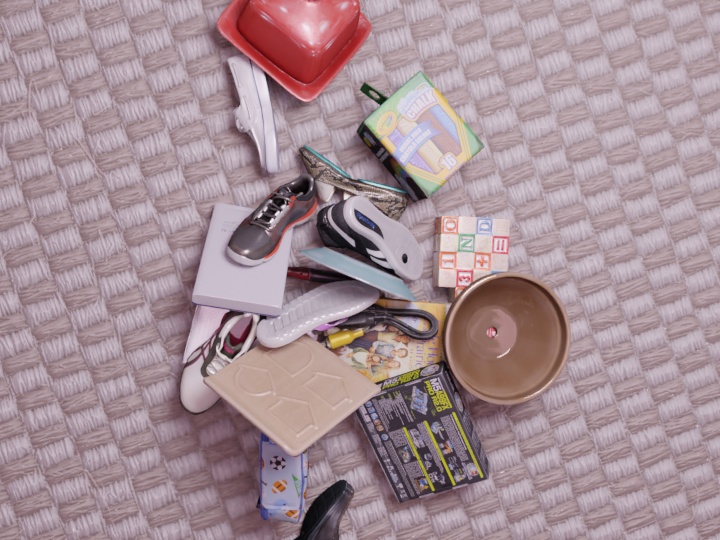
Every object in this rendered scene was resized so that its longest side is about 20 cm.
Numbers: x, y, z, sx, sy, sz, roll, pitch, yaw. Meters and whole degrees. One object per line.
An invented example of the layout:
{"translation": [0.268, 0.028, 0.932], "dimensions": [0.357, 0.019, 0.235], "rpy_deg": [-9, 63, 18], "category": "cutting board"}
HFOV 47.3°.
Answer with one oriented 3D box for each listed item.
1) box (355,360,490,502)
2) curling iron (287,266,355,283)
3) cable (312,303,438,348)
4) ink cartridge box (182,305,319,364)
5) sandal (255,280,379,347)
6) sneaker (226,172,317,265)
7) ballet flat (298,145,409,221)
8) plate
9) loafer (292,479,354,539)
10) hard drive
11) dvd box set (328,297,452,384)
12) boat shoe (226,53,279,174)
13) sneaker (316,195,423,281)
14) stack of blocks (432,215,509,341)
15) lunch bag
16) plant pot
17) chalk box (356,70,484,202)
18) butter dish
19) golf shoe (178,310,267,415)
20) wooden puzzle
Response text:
{"translation": [0.097, 0.260, 1.308], "dimensions": [0.159, 0.044, 0.201], "rpy_deg": [-21, 105, 18], "category": "box"}
{"translation": [-0.089, -0.001, 1.337], "dimensions": [0.198, 0.026, 0.050], "rpy_deg": [16, 126, -5], "category": "curling iron"}
{"translation": [0.022, 0.074, 1.302], "dimensions": [0.198, 0.050, 0.098], "rpy_deg": [-1, 63, -2], "category": "cable"}
{"translation": [-0.175, 0.118, 1.324], "dimensions": [0.198, 0.050, 0.110], "rpy_deg": [15, 88, -7], "category": "ink cartridge box"}
{"translation": [-0.065, 0.069, 1.253], "dimensions": [0.201, 0.083, 0.050], "rpy_deg": [-21, 130, -18], "category": "sandal"}
{"translation": [-0.137, -0.089, 1.267], "dimensions": [0.077, 0.082, 0.200], "rpy_deg": [28, 48, 13], "category": "sneaker"}
{"translation": [-0.020, -0.130, 1.333], "dimensions": [0.199, 0.068, 0.076], "rpy_deg": [24, 97, -9], "category": "ballet flat"}
{"translation": [0.000, 0.000, 1.264], "dimensions": [0.199, 0.200, 0.026], "rpy_deg": [24, 92, -5], "category": "plate"}
{"translation": [-0.062, 0.432, 1.333], "dimensions": [0.072, 0.073, 0.201], "rpy_deg": [32, 97, -14], "category": "loafer"}
{"translation": [-0.176, -0.020, 1.269], "dimensions": [0.131, 0.025, 0.201], "rpy_deg": [9, 45, -6], "category": "hard drive"}
{"translation": [0.047, 0.118, 1.326], "dimensions": [0.198, 0.029, 0.148], "rpy_deg": [5, 94, 10], "category": "dvd box set"}
{"translation": [-0.172, -0.249, 1.317], "dimensions": [0.065, 0.074, 0.202], "rpy_deg": [-11, 81, -2], "category": "boat shoe"}
{"translation": [0.009, -0.049, 1.336], "dimensions": [0.200, 0.111, 0.073], "rpy_deg": [42, 56, -36], "category": "sneaker"}
{"translation": [0.179, 0.014, 1.354], "dimensions": [0.114, 0.059, 0.202], "rpy_deg": [2, 91, -5], "category": "stack of blocks"}
{"translation": [-0.113, 0.277, 1.267], "dimensions": [0.075, 0.160, 0.202], "rpy_deg": [6, 112, 0], "category": "lunch bag"}
{"translation": [0.218, 0.101, 1.283], "dimensions": [0.199, 0.093, 0.203], "rpy_deg": [0, 92, -7], "category": "plant pot"}
{"translation": [0.078, -0.226, 1.309], "dimensions": [0.124, 0.125, 0.200], "rpy_deg": [-41, 95, -4], "category": "chalk box"}
{"translation": [-0.086, -0.403, 1.264], "dimensions": [0.199, 0.148, 0.200], "rpy_deg": [39, 68, -5], "category": "butter dish"}
{"translation": [-0.216, 0.131, 1.251], "dimensions": [0.077, 0.088, 0.201], "rpy_deg": [32, 88, -7], "category": "golf shoe"}
{"translation": [-0.098, 0.175, 1.192], "dimensions": [0.185, 0.199, 0.047], "rpy_deg": [33, 130, 28], "category": "wooden puzzle"}
